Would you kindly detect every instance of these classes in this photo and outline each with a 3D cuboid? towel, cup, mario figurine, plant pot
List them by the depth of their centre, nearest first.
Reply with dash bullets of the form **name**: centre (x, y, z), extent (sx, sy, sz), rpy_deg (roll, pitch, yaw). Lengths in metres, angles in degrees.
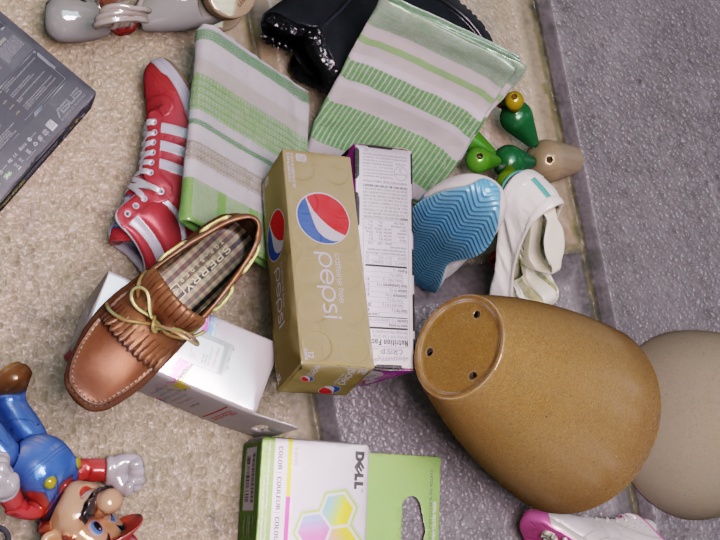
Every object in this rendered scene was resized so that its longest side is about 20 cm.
- **mario figurine**: centre (-0.244, 0.166, 0.943), extent (0.123, 0.106, 0.201), rpy_deg (-39, 92, -25)
- **plant pot**: centre (0.140, 0.102, 1.016), extent (0.199, 0.185, 0.188), rpy_deg (30, 67, -44)
- **towel**: centre (-0.107, -0.107, 1.039), extent (0.149, 0.030, 0.202), rpy_deg (29, 55, -43)
- **towel**: centre (0.045, -0.151, 1.073), extent (0.151, 0.200, 0.024), rpy_deg (21, 45, -15)
- **cup**: centre (0.379, 0.152, 1.160), extent (0.198, 0.143, 0.203), rpy_deg (4, 78, -20)

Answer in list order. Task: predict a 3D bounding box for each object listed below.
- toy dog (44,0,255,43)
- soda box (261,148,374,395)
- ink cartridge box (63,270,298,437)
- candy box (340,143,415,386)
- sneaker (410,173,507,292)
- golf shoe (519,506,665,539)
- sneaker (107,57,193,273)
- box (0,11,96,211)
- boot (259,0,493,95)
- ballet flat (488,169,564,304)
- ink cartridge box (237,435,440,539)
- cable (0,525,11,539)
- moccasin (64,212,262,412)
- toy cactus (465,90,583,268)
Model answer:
- **toy dog**: centre (-0.188, -0.268, 1.047), extent (0.199, 0.131, 0.098), rpy_deg (-13, 96, -40)
- **soda box**: centre (-0.039, 0.001, 0.970), extent (0.067, 0.064, 0.202), rpy_deg (5, 62, -23)
- **ink cartridge box**: centre (-0.147, 0.079, 0.990), extent (0.198, 0.116, 0.068), rpy_deg (25, 71, -15)
- **candy box**: centre (0.000, 0.000, 1.051), extent (0.060, 0.136, 0.203), rpy_deg (4, 78, -19)
- **sneaker**: centre (0.088, -0.050, 1.061), extent (0.076, 0.200, 0.081), rpy_deg (37, 67, -2)
- **golf shoe**: centre (0.245, 0.275, 1.131), extent (0.199, 0.075, 0.092), rpy_deg (34, 54, -13)
- **sneaker**: centre (-0.190, -0.091, 1.034), extent (0.111, 0.071, 0.202), rpy_deg (-18, 82, -20)
- **box**: centre (-0.353, -0.129, 0.990), extent (0.157, 0.051, 0.201), rpy_deg (39, 69, -10)
- **boot**: centre (0.016, -0.223, 1.124), extent (0.200, 0.076, 0.169), rpy_deg (39, 58, -2)
- **ballet flat**: centre (0.162, -0.002, 1.088), extent (0.069, 0.202, 0.070), rpy_deg (-2, 40, 1)
- **ink cartridge box**: centre (-0.007, 0.232, 1.033), extent (0.198, 0.076, 0.150), rpy_deg (6, 77, -18)
- **cable**: centre (-0.369, 0.286, 0.906), extent (0.198, 0.051, 0.165), rpy_deg (-3, 85, -24)
- **moccasin**: centre (-0.150, 0.030, 0.893), extent (0.201, 0.078, 0.074), rpy_deg (-41, 94, -24)
- **toy cactus**: centre (0.162, -0.105, 1.172), extent (0.164, 0.102, 0.202), rpy_deg (-6, 78, -41)
